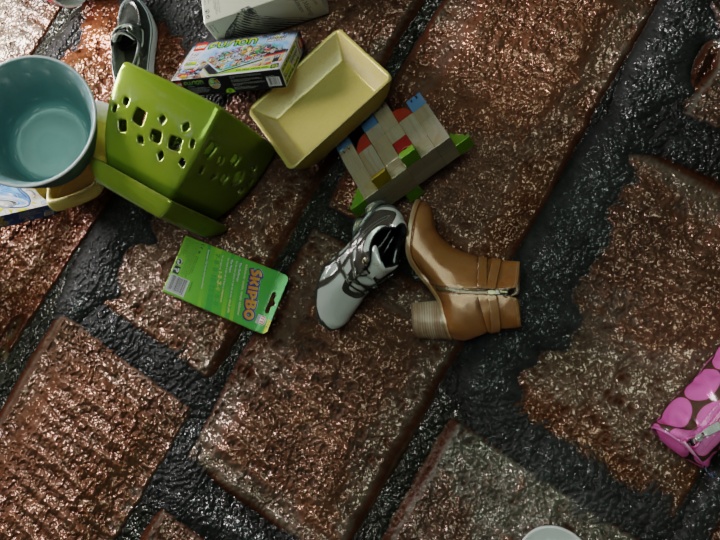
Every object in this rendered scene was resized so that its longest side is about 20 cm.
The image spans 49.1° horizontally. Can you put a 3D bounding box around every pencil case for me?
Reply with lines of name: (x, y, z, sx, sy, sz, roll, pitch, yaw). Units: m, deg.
pencil case: (0.445, 0.143, 0.948, 0.090, 0.094, 0.201, 38, 88, 22)

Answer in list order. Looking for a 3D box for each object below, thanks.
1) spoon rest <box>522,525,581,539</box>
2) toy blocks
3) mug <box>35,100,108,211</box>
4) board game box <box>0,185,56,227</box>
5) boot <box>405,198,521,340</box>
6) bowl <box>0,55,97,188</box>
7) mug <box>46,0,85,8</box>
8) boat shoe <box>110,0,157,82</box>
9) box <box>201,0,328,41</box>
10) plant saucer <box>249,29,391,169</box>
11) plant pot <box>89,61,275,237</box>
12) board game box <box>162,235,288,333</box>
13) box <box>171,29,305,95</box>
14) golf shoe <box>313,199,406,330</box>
spoon rest: (0.224, 0.417, 0.962, 0.098, 0.061, 0.204, 13, 81, 20)
toy blocks: (0.049, -0.186, 1.168, 0.198, 0.100, 0.138, -35, 57, 10)
mug: (-0.461, -0.191, 1.304, 0.150, 0.149, 0.190, -17, 85, 3)
board game box: (-0.633, -0.132, 1.325, 0.197, 0.035, 0.137, -19, 66, -31)
boot: (0.143, -0.006, 1.089, 0.152, 0.077, 0.204, -7, 76, 17)
bowl: (-0.479, -0.206, 1.184, 0.196, 0.105, 0.205, 0, 78, 0)
mug: (-0.597, -0.573, 1.466, 0.197, 0.177, 0.136, 16, 117, 24)
boat shoe: (-0.395, -0.394, 1.364, 0.071, 0.071, 0.204, -15, 71, 13)
box: (-0.157, -0.443, 1.298, 0.196, 0.082, 0.070, -14, 71, 15)
plant saucer: (-0.058, -0.254, 1.207, 0.199, 0.048, 0.201, -41, 45, 4)
plant pot: (-0.279, -0.172, 1.207, 0.198, 0.199, 0.184, 28, 91, 21)
board game box: (-0.207, 0.023, 1.219, 0.197, 0.030, 0.097, 20, 83, 24)
box: (-0.197, -0.334, 1.275, 0.196, 0.035, 0.111, -1, 48, 20)
golf shoe: (0.000, 0.000, 1.107, 0.203, 0.077, 0.094, -64, 27, 7)
